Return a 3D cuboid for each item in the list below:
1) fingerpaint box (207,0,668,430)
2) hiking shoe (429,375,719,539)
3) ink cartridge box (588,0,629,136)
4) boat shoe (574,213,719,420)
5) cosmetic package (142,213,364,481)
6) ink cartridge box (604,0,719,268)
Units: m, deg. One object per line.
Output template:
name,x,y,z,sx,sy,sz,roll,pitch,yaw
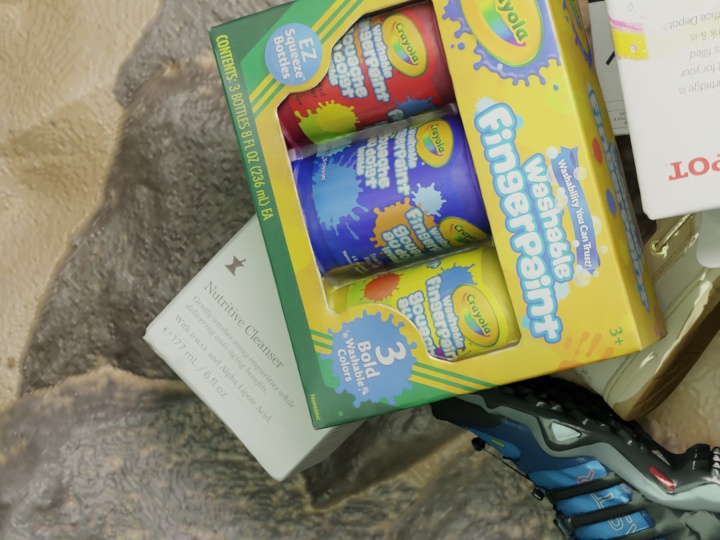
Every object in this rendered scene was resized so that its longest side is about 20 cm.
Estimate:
fingerpaint box,0.037,-0.042,1.050,0.166,0.073,0.201,-14,90,19
hiking shoe,0.119,0.114,1.124,0.199,0.074,0.087,24,102,14
ink cartridge box,0.207,-0.120,1.032,0.199,0.044,0.094,-6,92,27
boat shoe,0.168,-0.023,1.094,0.069,0.074,0.200,39,97,19
cosmetic package,0.000,0.000,1.145,0.113,0.081,0.200,45,107,10
ink cartridge box,0.186,-0.109,0.948,0.128,0.125,0.201,-9,93,28
